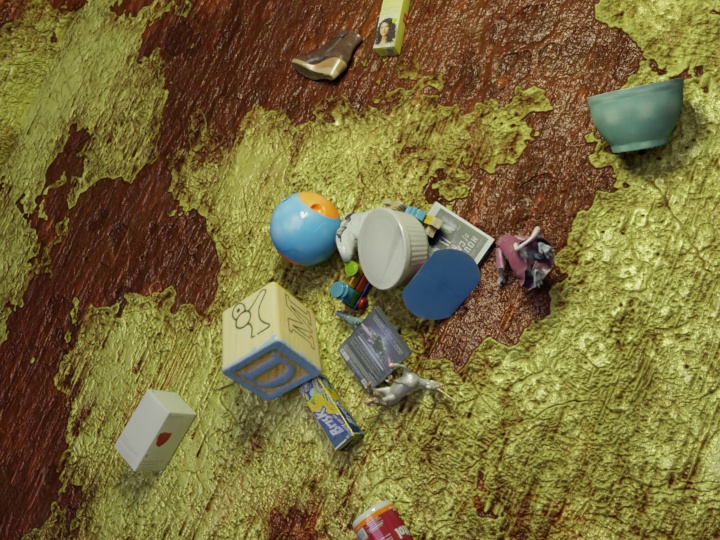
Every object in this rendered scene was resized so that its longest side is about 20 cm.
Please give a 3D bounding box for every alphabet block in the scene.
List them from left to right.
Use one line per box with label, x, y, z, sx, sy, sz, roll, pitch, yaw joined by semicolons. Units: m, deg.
alphabet block;-0.236;0.189;1.645;0.194;0.196;0.201;-28;43;17

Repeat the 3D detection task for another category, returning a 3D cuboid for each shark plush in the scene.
shark plush;0.020;0.142;1.617;0.200;0.083;0.091;41;97;30

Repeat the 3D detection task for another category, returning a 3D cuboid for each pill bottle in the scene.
pill bottle;0.074;0.644;1.429;0.113;0.113;0.201;-40;62;12

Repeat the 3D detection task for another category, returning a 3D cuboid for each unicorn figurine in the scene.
unicorn figurine;0.104;0.284;1.523;0.199;0.137;0.075;-30;45;40

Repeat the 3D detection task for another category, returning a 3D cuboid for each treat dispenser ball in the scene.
treat dispenser ball;-0.149;-0.114;1.711;0.199;0.200;0.204;-8;72;26

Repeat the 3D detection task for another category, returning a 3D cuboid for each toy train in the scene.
toy train;0.000;0.000;1.649;0.084;0.115;0.201;30;91;30

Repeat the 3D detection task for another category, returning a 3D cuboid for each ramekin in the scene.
ramekin;0.086;-0.054;1.554;0.201;0.093;0.205;7;98;56

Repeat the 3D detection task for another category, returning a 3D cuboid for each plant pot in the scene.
plant pot;0.616;-0.338;1.390;0.198;0.200;0.136;-5;100;26

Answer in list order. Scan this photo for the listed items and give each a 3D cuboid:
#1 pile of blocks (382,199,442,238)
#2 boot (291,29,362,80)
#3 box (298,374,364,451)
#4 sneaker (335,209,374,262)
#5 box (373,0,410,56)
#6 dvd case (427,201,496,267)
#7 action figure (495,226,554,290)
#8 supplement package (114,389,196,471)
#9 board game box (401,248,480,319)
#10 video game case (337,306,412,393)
pile of blocks;0.121;-0.130;1.618;0.199;0.082;0.063;24;83;45
boot;-0.104;-0.675;1.939;0.199;0.072;0.167;24;76;32
box;-0.077;0.367;1.617;0.070;0.064;0.201;-43;61;11
sneaker;0.004;-0.101;1.662;0.114;0.076;0.201;-12;32;18
box;0.096;-0.740;1.847;0.074;0.050;0.203;5;77;29
dvd case;0.228;-0.066;1.601;0.199;0.025;0.151;38;96;31
action figure;0.358;-0.038;1.452;0.134;0.149;0.200;-43;28;1
supplement package;-0.602;0.470;1.834;0.119;0.121;0.201;32;93;31
board game box;0.195;0.028;1.526;0.201;0.157;0.039;-52;28;19
video game case;0.032;0.202;1.561;0.143;0.019;0.200;53;131;15
